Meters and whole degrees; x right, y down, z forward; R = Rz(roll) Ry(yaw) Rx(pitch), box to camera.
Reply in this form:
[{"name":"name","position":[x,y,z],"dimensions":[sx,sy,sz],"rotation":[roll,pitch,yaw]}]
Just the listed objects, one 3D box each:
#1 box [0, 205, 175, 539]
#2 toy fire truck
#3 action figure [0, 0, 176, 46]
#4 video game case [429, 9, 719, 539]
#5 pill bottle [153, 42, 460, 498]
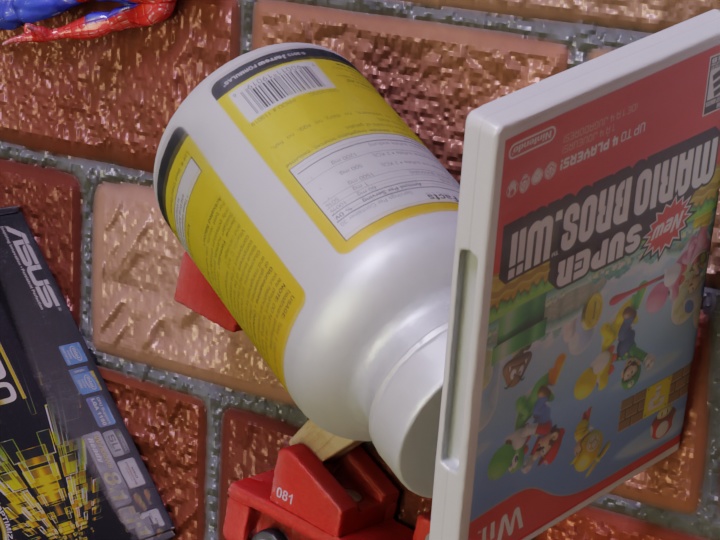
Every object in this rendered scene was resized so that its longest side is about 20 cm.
[{"name":"box","position":[-0.200,0.073,1.089],"dimensions":[0.049,0.161,0.201],"rotation":[-36,75,35]},{"name":"toy fire truck","position":[-0.006,0.079,1.009],"dimensions":[0.199,0.049,0.142],"rotation":[23,112,33]},{"name":"action figure","position":[-0.153,-0.147,1.087],"dimensions":[0.199,0.052,0.066],"rotation":[-1,94,36]},{"name":"video game case","position":[0.086,0.011,0.836],"dimensions":[0.017,0.142,0.202],"rotation":[30,130,36]},{"name":"pill bottle","position":[0.000,0.000,0.922],"dimensions":[0.200,0.111,0.113],"rotation":[52,126,38]}]
